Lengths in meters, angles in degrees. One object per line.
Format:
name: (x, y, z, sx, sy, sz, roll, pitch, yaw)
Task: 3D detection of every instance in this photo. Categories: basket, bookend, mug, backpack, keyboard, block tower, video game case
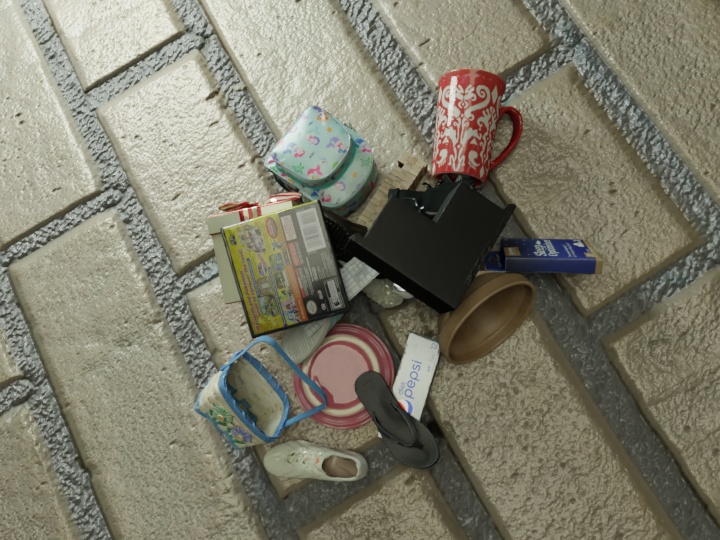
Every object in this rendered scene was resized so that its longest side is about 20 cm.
basket: (-0.181, 0.225, 1.083, 0.200, 0.139, 0.176, -36, 106, 18)
bookend: (0.110, -0.067, 0.976, 0.199, 0.092, 0.199, 33, 78, -2)
mug: (0.225, -0.268, 1.168, 0.176, 0.133, 0.201, 8, 82, 11)
backpack: (-0.069, -0.213, 1.191, 0.200, 0.151, 0.178, 38, 84, 9)
keyboard: (-0.037, 0.036, 1.074, 0.200, 0.011, 0.056, -43, 61, 12)
block tower: (0.059, -0.142, 1.200, 0.058, 0.054, 0.201, 30, 83, 14)
video game case: (-0.129, -0.002, 1.041, 0.180, 0.026, 0.201, -16, 93, 4)

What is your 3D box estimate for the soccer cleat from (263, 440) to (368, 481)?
soccer cleat: (-0.085, 0.351, 1.099, 0.199, 0.078, 0.070, 2, 78, 8)

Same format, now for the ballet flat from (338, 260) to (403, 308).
ballet flat: (0.000, 0.000, 1.168, 0.072, 0.072, 0.200, -39, 73, -2)

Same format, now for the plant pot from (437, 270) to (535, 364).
plant pot: (0.207, 0.067, 1.072, 0.200, 0.201, 0.093, -37, 56, -2)

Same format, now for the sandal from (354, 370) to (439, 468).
sandal: (0.057, 0.266, 1.051, 0.076, 0.043, 0.200, -42, 75, -1)

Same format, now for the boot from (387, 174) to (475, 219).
boot: (0.128, -0.088, 1.071, 0.161, 0.074, 0.199, -4, 48, 12)

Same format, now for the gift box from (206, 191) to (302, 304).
gift box: (-0.184, -0.045, 1.151, 0.183, 0.200, 0.188, -10, 92, 1)

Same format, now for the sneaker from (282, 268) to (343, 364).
sneaker: (-0.070, 0.094, 1.130, 0.074, 0.082, 0.201, 34, 92, 32)

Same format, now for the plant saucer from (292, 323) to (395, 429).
plant saucer: (-0.034, 0.199, 1.140, 0.199, 0.051, 0.202, -1, 78, 7)

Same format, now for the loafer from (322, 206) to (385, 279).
loafer: (-0.022, -0.056, 1.109, 0.200, 0.072, 0.073, 34, 121, -17)

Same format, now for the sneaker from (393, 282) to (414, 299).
sneaker: (0.153, 0.020, 1.102, 0.080, 0.147, 0.200, 16, 52, 43)

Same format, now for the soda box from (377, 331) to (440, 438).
soda box: (0.095, 0.220, 1.111, 0.068, 0.063, 0.201, 16, 81, 12)

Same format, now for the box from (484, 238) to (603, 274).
box: (0.330, -0.028, 1.106, 0.199, 0.121, 0.033, 0, 110, 8)
